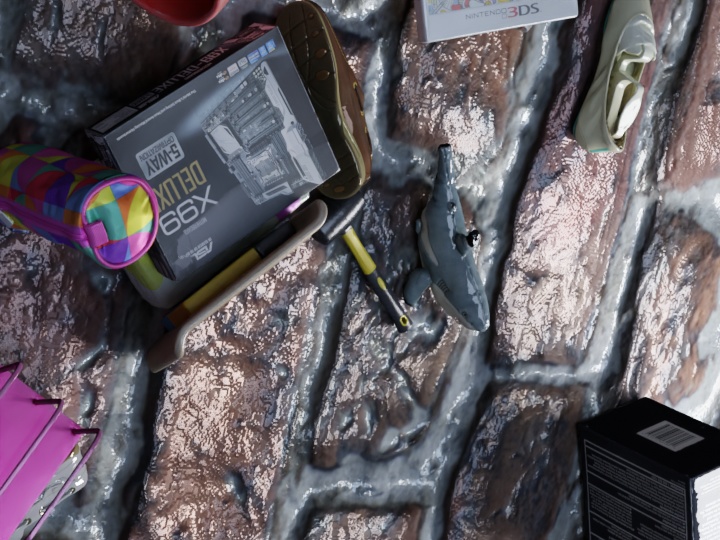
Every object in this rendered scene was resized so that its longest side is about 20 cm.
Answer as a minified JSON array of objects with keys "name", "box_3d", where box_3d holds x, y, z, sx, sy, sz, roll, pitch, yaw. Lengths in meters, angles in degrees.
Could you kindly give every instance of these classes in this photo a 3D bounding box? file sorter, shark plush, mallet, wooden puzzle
[{"name":"file sorter","box_3d":[-0.345,0.136,1.359,0.200,0.125,0.139,40,70,-16]},{"name":"shark plush","box_3d":[0.109,-0.038,1.684,0.090,0.083,0.202,-5,106,-32]},{"name":"mallet","box_3d":[0.000,0.000,1.653,0.066,0.041,0.201,-40,125,-22]},{"name":"wooden puzzle","box_3d":[-0.126,0.012,1.493,0.200,0.185,0.037,-44,95,-18]}]

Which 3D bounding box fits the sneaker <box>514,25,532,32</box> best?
[{"name":"sneaker","box_3d":[0.139,-0.340,1.624,0.080,0.071,0.200,-46,122,-9]}]

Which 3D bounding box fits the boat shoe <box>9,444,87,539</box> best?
[{"name":"boat shoe","box_3d":[-0.343,0.234,1.467,0.199,0.071,0.070,-31,129,-16]}]

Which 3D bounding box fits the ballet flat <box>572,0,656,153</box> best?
[{"name":"ballet flat","box_3d":[0.302,-0.228,1.770,0.069,0.069,0.202,12,96,-35]}]

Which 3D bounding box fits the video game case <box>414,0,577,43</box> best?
[{"name":"video game case","box_3d":[0.131,-0.343,1.572,0.181,0.023,0.202,-13,105,-22]}]

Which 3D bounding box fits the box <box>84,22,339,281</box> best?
[{"name":"box","box_3d":[-0.133,-0.110,1.440,0.199,0.050,0.159,-35,118,-21]}]

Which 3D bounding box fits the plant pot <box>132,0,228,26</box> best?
[{"name":"plant pot","box_3d":[-0.139,-0.345,1.374,0.177,0.200,0.201,-46,124,-26]}]

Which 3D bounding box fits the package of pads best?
[{"name":"package of pads","box_3d":[-0.160,-0.078,1.503,0.200,0.068,0.155,-39,120,-18]}]

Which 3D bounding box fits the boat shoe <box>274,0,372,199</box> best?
[{"name":"boat shoe","box_3d":[-0.035,-0.175,1.566,0.068,0.071,0.202,-42,120,-56]}]

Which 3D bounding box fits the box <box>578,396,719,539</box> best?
[{"name":"box","box_3d":[0.374,0.286,1.885,0.122,0.200,0.200,-17,113,-29]}]

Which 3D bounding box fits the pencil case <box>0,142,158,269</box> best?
[{"name":"pencil case","box_3d":[-0.260,-0.059,1.367,0.088,0.199,0.089,-11,107,-40]}]
